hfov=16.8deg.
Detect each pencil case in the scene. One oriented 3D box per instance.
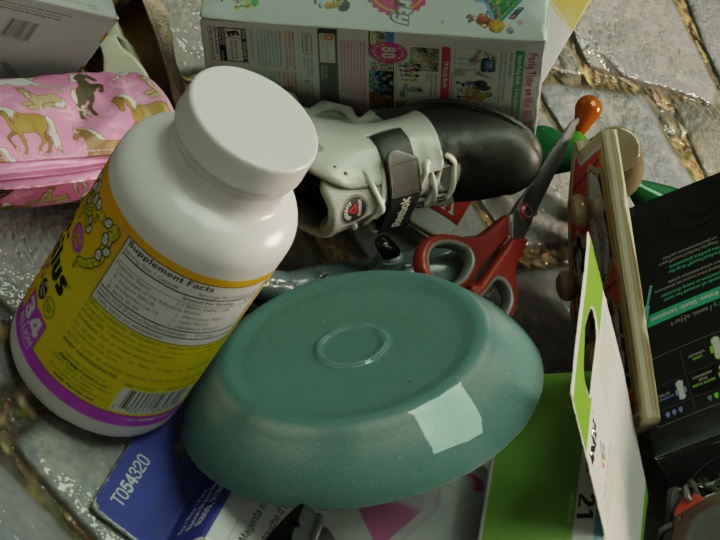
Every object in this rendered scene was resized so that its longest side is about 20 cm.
[{"bbox_3d":[-0.192,-0.066,1.336,0.199,0.083,0.087,-9,70,-44],"label":"pencil case"}]

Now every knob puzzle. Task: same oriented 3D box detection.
[{"bbox_3d":[0.143,0.018,1.526,0.030,0.220,0.221,-7,50,-5],"label":"knob puzzle"}]

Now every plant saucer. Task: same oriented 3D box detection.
[{"bbox_3d":[-0.002,0.053,1.311,0.199,0.036,0.200,-7,32,5],"label":"plant saucer"}]

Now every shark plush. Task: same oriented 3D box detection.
[{"bbox_3d":[0.000,0.000,1.457,0.199,0.083,0.091,14,45,-34],"label":"shark plush"}]

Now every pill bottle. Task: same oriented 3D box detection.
[{"bbox_3d":[-0.099,-0.011,1.269,0.104,0.200,0.105,22,38,-19],"label":"pill bottle"}]

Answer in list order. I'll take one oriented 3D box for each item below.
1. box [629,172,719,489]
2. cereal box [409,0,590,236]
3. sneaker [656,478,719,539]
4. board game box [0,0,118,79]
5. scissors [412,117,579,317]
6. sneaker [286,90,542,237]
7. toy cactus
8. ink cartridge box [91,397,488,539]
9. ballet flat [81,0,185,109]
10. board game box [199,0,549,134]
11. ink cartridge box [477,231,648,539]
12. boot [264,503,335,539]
[{"bbox_3d":[0.246,0.059,1.551,0.149,0.124,0.201,53,20,-45],"label":"box"},{"bbox_3d":[0.044,-0.139,1.563,0.143,0.201,0.040,30,-2,-15],"label":"cereal box"},{"bbox_3d":[0.220,0.144,1.434,0.082,0.200,0.077,45,5,19],"label":"sneaker"},{"bbox_3d":[-0.230,-0.196,1.423,0.104,0.103,0.201,10,47,-37],"label":"board game box"},{"bbox_3d":[0.097,-0.021,1.488,0.200,0.014,0.073,-40,99,-43],"label":"scissors"},{"bbox_3d":[0.008,-0.051,1.426,0.198,0.074,0.089,2,42,0],"label":"sneaker"},{"bbox_3d":[0.170,-0.065,1.634,0.200,0.165,0.102,37,80,7],"label":"toy cactus"},{"bbox_3d":[-0.026,0.124,1.343,0.200,0.043,0.197,39,36,-8],"label":"ink cartridge box"},{"bbox_3d":[-0.144,-0.137,1.463,0.201,0.068,0.067,61,5,25],"label":"ballet flat"},{"bbox_3d":[0.010,-0.130,1.450,0.198,0.148,0.065,4,64,2],"label":"board game box"},{"bbox_3d":[0.107,0.102,1.362,0.148,0.075,0.201,-76,156,-51],"label":"ink cartridge box"},{"bbox_3d":[-0.001,0.236,1.203,0.168,0.076,0.201,29,53,-13],"label":"boot"}]
